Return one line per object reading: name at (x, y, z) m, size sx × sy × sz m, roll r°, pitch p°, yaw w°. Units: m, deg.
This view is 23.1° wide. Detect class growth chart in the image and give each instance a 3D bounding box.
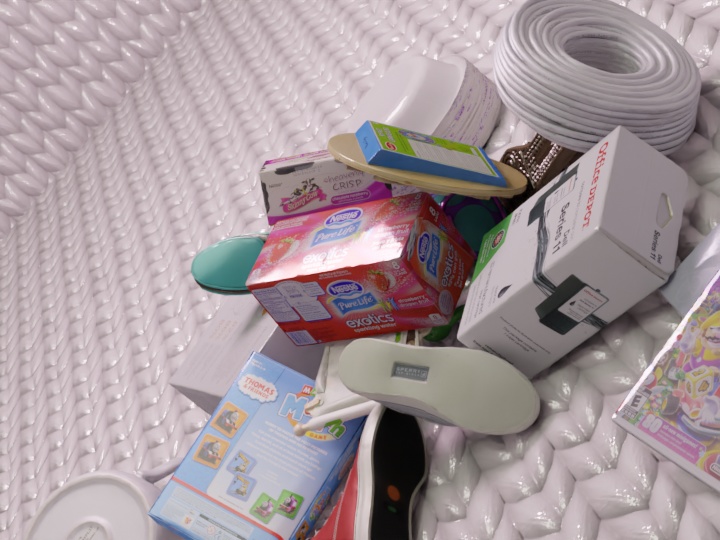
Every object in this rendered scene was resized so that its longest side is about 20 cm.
growth chart at (0.014, 0.072, 1.749) m, size 0.144 × 0.018 × 0.200 m, roll -15°, pitch 40°, yaw 33°

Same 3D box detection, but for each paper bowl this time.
paper bowl at (0.062, -0.170, 2.068) m, size 0.201 × 0.104 × 0.201 m, roll -42°, pitch 24°, yaw 24°

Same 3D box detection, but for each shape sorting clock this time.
shape sorting clock at (0.065, -0.102, 1.722) m, size 0.200 × 0.199 × 0.039 m, roll -123°, pitch 47°, yaw -68°

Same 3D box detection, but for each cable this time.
cable at (0.222, -0.183, 1.640) m, size 0.200 × 0.199 × 0.069 m, roll -66°, pitch -7°, yaw -53°

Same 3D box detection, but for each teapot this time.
teapot at (-0.255, 0.314, 1.875) m, size 0.200 × 0.146 × 0.198 m, roll -22°, pitch 56°, yaw 14°

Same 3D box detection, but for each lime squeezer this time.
lime squeezer at (0.066, 0.033, 1.783) m, size 0.200 × 0.038 × 0.071 m, roll 15°, pitch 91°, yaw 55°

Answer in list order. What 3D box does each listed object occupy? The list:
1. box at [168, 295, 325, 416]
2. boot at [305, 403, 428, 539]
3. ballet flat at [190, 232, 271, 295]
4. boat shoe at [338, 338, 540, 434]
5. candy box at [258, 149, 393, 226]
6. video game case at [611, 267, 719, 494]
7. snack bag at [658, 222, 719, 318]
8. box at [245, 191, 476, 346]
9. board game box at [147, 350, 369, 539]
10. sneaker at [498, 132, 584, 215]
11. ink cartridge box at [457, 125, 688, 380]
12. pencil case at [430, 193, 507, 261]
box at (-0.101, 0.102, 1.945) m, size 0.152 × 0.106 × 0.200 m, roll -55°, pitch 21°, yaw -13°
boot at (-0.012, 0.221, 1.626) m, size 0.144 × 0.072 × 0.200 m, roll -36°, pitch 29°, yaw 38°
ballet flat at (-0.084, -0.012, 1.903) m, size 0.199 × 0.070 × 0.068 m, roll -15°, pitch 76°, yaw 22°
boat shoe at (0.078, 0.105, 1.587) m, size 0.200 × 0.071 × 0.070 m, roll 12°, pitch 81°, yaw 30°
candy box at (-0.037, -0.096, 1.900) m, size 0.136 × 0.061 × 0.200 m, roll -10°, pitch 6°, yaw 1°
video game case at (0.288, 0.060, 1.292) m, size 0.200 × 0.018 × 0.143 m, roll -54°, pitch 36°, yaw -2°
snack bag at (0.328, -0.011, 1.379) m, size 0.189 × 0.021 × 0.200 m, roll -48°, pitch 22°, yaw 7°
box at (0.000, 0.000, 1.744) m, size 0.200 × 0.100 × 0.096 m, roll -10°, pitch 42°, yaw 37°
board game box at (-0.097, 0.196, 1.761) m, size 0.151 × 0.037 × 0.200 m, roll 24°, pitch 72°, yaw 26°
sneaker at (0.201, -0.109, 1.752) m, size 0.200 × 0.075 × 0.071 m, roll 131°, pitch 129°, yaw -62°
ink cartridge box at (0.187, -0.013, 1.555) m, size 0.200 × 0.083 × 0.147 m, roll -41°, pitch 21°, yaw 41°
pencil case at (0.071, -0.044, 1.856) m, size 0.200 × 0.092 × 0.085 m, roll -9°, pitch 79°, yaw 62°
